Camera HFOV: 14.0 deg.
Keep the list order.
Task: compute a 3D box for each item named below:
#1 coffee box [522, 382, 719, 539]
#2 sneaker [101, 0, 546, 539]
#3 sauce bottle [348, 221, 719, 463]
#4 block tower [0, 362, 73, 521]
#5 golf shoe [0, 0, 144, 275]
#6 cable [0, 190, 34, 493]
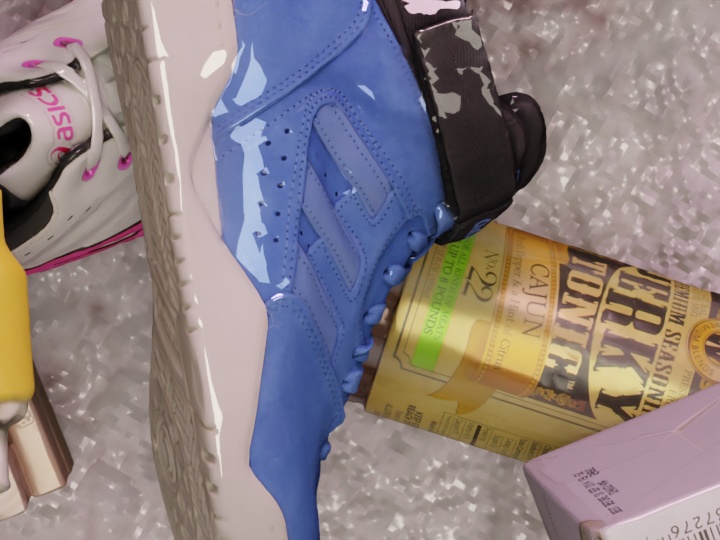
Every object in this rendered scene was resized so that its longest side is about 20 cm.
[{"bbox_3d":[0.119,0.135,0.752,0.080,0.113,0.200,-21,97,-3],"label":"coffee box"},{"bbox_3d":[0.000,0.000,0.763,0.111,0.077,0.200,-7,90,-16],"label":"sneaker"},{"bbox_3d":[0.086,0.033,0.831,0.200,0.065,0.065,16,97,0],"label":"sauce bottle"},{"bbox_3d":[-0.187,0.069,0.840,0.200,0.054,0.058,-21,97,1],"label":"block tower"},{"bbox_3d":[-0.067,-0.041,0.810,0.200,0.092,0.073,-31,95,1],"label":"golf shoe"},{"bbox_3d":[-0.115,-0.046,0.753,0.097,0.050,0.200,12,88,16],"label":"cable"}]
